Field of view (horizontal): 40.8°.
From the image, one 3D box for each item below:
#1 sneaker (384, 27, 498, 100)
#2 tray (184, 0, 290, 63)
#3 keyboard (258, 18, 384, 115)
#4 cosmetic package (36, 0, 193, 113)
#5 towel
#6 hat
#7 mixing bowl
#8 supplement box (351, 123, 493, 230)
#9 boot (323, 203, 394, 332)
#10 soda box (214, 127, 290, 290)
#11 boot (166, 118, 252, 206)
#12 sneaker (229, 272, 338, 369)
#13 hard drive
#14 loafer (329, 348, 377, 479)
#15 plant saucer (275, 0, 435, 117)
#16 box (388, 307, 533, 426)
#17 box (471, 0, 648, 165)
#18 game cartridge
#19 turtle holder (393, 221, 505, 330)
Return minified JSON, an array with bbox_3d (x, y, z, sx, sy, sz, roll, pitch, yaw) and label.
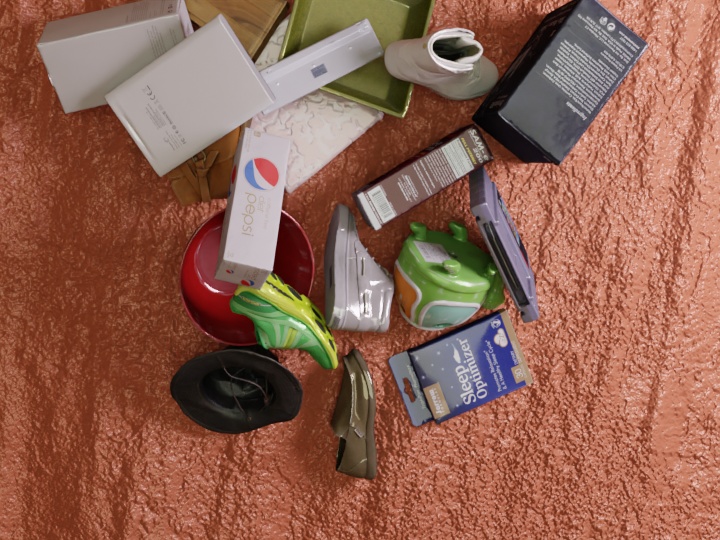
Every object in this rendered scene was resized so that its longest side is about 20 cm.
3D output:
[{"bbox_3d":[0.144,-0.287,1.355,0.197,0.115,0.075,1,90,-36],"label":"sneaker"},{"bbox_3d":[-0.209,-0.393,1.372,0.198,0.037,0.099,35,93,1],"label":"tray"},{"bbox_3d":[-0.061,-0.283,1.337,0.198,0.011,0.057,-30,99,-14],"label":"keyboard"},{"bbox_3d":[-0.329,-0.301,1.337,0.196,0.086,0.109,-10,127,2],"label":"cosmetic package"},{"bbox_3d":[-0.095,-0.246,1.416,0.190,0.032,0.201,-39,97,1],"label":"towel"},{"bbox_3d":[-0.178,0.153,1.420,0.196,0.082,0.203,1,137,1],"label":"hat"},{"bbox_3d":[-0.175,-0.005,1.385,0.196,0.108,0.205,-6,105,-23],"label":"mixing bowl"},{"bbox_3d":[0.087,-0.136,1.405,0.198,0.109,0.062,-31,97,-2],"label":"supplement box"},{"bbox_3d":[0.000,0.000,1.403,0.094,0.074,0.204,10,60,-16],"label":"boot"},{"bbox_3d":[-0.142,-0.084,1.277,0.067,0.064,0.204,13,62,-15],"label":"soda box"},{"bbox_3d":[-0.219,-0.195,1.369,0.152,0.074,0.204,-15,102,11],"label":"boot"},{"bbox_3d":[-0.104,0.075,1.348,0.083,0.075,0.200,-37,123,15],"label":"sneaker"},{"bbox_3d":[-0.230,-0.233,1.306,0.198,0.026,0.133,-29,107,17],"label":"hard drive"},{"bbox_3d":[-0.013,0.220,1.453,0.066,0.076,0.205,-6,97,-10],"label":"loafer"},{"bbox_3d":[-0.008,-0.339,1.383,0.196,0.048,0.204,17,82,-14],"label":"plant saucer"},{"bbox_3d":[0.153,0.153,1.482,0.197,0.032,0.123,-23,98,-1],"label":"box"},{"bbox_3d":[0.273,-0.262,1.361,0.117,0.197,0.201,36,93,-7],"label":"box"},{"bbox_3d":[0.208,-0.040,1.395,0.038,0.130,0.202,-19,117,20],"label":"game cartridge"},{"bbox_3d":[0.127,0.012,1.423,0.140,0.184,0.133,37,122,24],"label":"turtle holder"}]
